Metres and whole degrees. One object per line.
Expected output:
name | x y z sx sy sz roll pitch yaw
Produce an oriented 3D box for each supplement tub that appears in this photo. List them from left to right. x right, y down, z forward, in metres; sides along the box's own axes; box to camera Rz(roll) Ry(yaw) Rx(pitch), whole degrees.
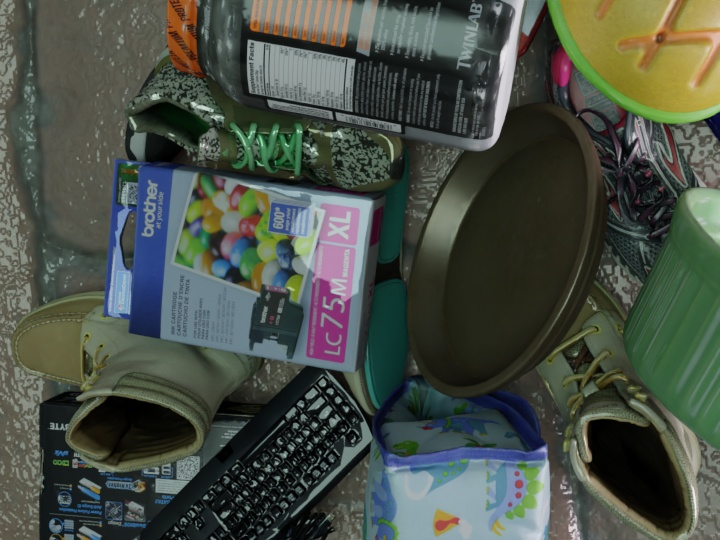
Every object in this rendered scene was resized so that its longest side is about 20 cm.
supplement tub | -0.005 -0.147 0.747 0.197 0.123 0.124 12 99 7

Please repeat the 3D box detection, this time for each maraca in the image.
maraca | 0.169 -0.185 0.771 0.136 0.107 0.201 -34 91 -11

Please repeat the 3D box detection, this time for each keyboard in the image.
keyboard | -0.068 0.168 0.907 0.104 0.040 0.200 45 103 5

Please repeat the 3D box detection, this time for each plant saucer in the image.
plant saucer | 0.096 -0.011 0.834 0.029 0.200 0.202 19 103 -26

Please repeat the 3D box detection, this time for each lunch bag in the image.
lunch bag | 0.058 0.172 0.844 0.126 0.200 0.172 -1 97 -7

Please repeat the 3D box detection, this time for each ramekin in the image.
ramekin | 0.253 0.045 0.753 0.199 0.200 0.098 30 113 8

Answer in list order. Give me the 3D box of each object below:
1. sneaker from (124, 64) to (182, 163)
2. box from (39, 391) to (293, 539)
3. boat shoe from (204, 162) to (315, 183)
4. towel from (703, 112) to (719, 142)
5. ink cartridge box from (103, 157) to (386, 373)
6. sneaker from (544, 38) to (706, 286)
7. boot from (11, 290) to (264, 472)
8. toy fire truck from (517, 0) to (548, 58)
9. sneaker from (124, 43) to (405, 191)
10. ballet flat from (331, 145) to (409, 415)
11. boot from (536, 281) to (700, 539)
sneaker | -0.091 -0.139 0.908 0.083 0.072 0.201 38 103 5
box | -0.146 0.199 0.968 0.197 0.050 0.201 2 97 12
boat shoe | -0.071 -0.062 0.916 0.200 0.065 0.072 -48 65 16
towel | 0.294 -0.175 0.826 0.199 0.050 0.148 -38 86 14
ink cartridge box | -0.088 -0.006 0.870 0.197 0.042 0.121 10 102 14
sneaker | 0.178 -0.066 0.852 0.080 0.075 0.201 -31 89 14
boot | -0.182 0.078 0.906 0.197 0.155 0.073 3 113 12
toy fire truck | 0.020 -0.187 0.843 0.198 0.112 0.169 28 98 0
sneaker | -0.067 -0.084 0.818 0.198 0.089 0.078 19 132 22
ballet flat | 0.000 0.000 0.912 0.069 0.069 0.203 5 95 12
boot | 0.151 0.074 0.823 0.072 0.155 0.201 -37 86 14
